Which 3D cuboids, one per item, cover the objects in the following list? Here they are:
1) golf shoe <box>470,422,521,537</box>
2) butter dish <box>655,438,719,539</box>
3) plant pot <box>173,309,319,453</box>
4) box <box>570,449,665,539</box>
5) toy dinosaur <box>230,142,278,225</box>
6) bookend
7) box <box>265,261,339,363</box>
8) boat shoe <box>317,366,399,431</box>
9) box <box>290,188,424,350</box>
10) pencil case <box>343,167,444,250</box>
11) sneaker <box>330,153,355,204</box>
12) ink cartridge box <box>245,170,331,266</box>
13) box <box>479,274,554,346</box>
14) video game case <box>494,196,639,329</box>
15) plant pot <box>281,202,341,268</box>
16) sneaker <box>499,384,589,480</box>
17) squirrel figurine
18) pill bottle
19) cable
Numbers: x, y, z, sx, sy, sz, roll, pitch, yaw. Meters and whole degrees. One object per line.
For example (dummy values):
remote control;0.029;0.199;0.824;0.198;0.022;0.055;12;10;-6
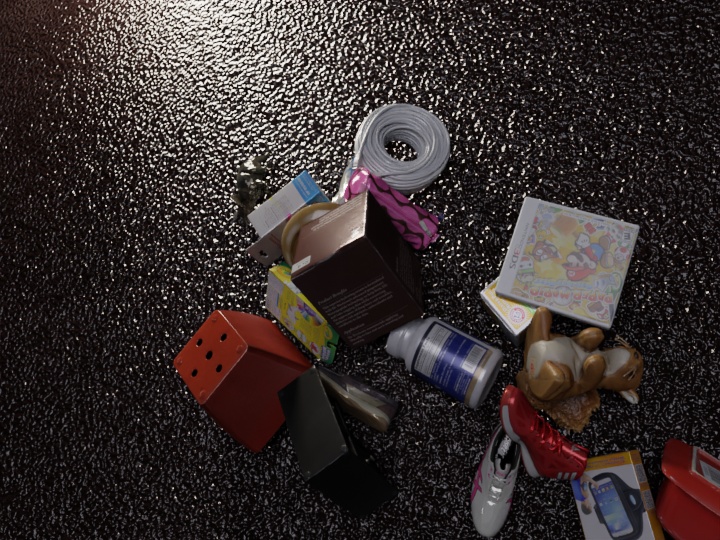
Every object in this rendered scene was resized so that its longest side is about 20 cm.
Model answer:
golf shoe;0.233;0.358;1.069;0.071;0.092;0.203;12;79;18
butter dish;0.527;0.381;0.941;0.198;0.199;0.150;34;109;24
plant pot;-0.236;0.193;1.190;0.201;0.176;0.199;-50;50;-2
box;0.417;0.403;0.998;0.118;0.041;0.204;-29;61;42
toy dinosaur;-0.244;-0.208;1.396;0.100;0.077;0.204;0;77;10
bookend;-0.042;0.316;1.135;0.091;0.201;0.200;-35;41;4
box;-0.110;0.087;1.243;0.048;0.118;0.200;-29;60;-35
boat shoe;-0.011;0.237;1.196;0.198;0.073;0.065;25;54;36
box;0.000;0.000;1.139;0.164;0.201;0.165;-27;30;21
pencil case;0.064;-0.119;1.206;0.091;0.198;0.094;-55;23;13
sneaker;-0.014;-0.172;1.310;0.071;0.072;0.203;20;62;-1
ink cartridge box;-0.159;-0.108;1.317;0.199;0.115;0.068;-37;66;3
box;0.326;0.029;1.126;0.199;0.113;0.102;-40;68;0
video game case;0.353;-0.017;1.060;0.197;0.023;0.185;18;80;19
plant pot;-0.062;-0.039;1.235;0.197;0.202;0.028;-16;30;12
sneaker;0.310;0.266;1.010;0.114;0.201;0.079;-4;40;41
squirrel figurine;0.373;0.179;1.050;0.183;0.202;0.143;5;43;-8
pill bottle;0.152;0.156;1.141;0.198;0.116;0.117;27;83;23
cable;0.086;-0.250;1.282;0.196;0.070;0.203;8;64;-1
